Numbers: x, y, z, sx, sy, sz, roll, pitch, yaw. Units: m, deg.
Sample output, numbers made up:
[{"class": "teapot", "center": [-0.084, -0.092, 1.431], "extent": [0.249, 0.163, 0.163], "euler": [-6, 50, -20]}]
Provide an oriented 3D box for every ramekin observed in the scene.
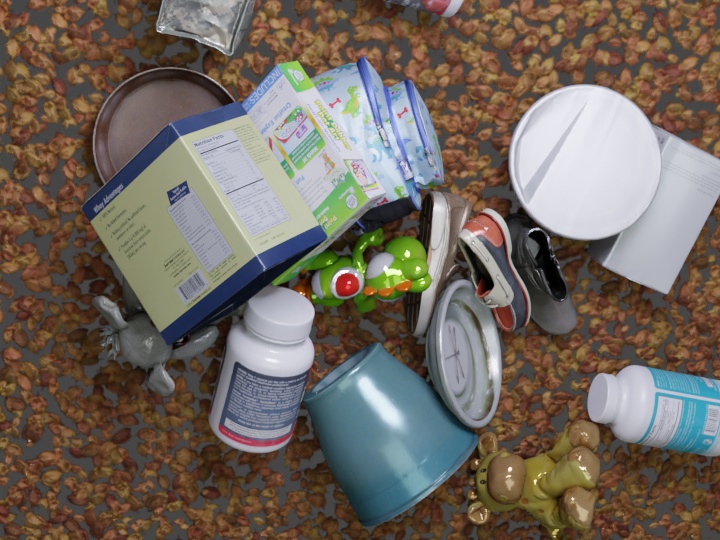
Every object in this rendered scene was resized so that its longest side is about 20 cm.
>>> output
[{"class": "ramekin", "center": [0.289, -0.140, 1.712], "extent": [0.201, 0.094, 0.204], "euler": [0, 91, -1]}]

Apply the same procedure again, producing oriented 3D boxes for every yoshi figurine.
[{"class": "yoshi figurine", "center": [0.006, -0.002, 1.719], "extent": [0.199, 0.112, 0.113], "euler": [-1, 70, 22]}]

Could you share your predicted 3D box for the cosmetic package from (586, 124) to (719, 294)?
[{"class": "cosmetic package", "center": [0.409, -0.082, 1.780], "extent": [0.112, 0.081, 0.201], "euler": [24, 102, -15]}]

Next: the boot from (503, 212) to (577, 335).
[{"class": "boot", "center": [0.250, 0.021, 1.756], "extent": [0.067, 0.131, 0.201], "euler": [-29, 110, -1]}]

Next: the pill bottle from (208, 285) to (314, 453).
[{"class": "pill bottle", "center": [-0.126, 0.129, 1.709], "extent": [0.119, 0.120, 0.201], "euler": [10, 120, -12]}]

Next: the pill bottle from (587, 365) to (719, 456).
[{"class": "pill bottle", "center": [0.430, 0.198, 1.852], "extent": [0.199, 0.111, 0.112], "euler": [11, 105, -12]}]

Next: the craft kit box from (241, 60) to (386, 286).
[{"class": "craft kit box", "center": [-0.091, -0.115, 1.577], "extent": [0.200, 0.048, 0.198], "euler": [-40, 77, 37]}]

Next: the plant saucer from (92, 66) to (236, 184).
[{"class": "plant saucer", "center": [-0.244, -0.164, 1.669], "extent": [0.199, 0.035, 0.202], "euler": [-3, 108, -8]}]

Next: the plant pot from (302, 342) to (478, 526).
[{"class": "plant pot", "center": [0.025, 0.210, 1.754], "extent": [0.200, 0.200, 0.188], "euler": [-37, 94, 3]}]

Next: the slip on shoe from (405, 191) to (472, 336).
[{"class": "slip on shoe", "center": [0.106, -0.006, 1.759], "extent": [0.060, 0.076, 0.202], "euler": [5, 99, -17]}]

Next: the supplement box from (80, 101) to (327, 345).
[{"class": "supplement box", "center": [-0.188, -0.057, 1.548], "extent": [0.200, 0.134, 0.200], "euler": [-36, 86, 36]}]

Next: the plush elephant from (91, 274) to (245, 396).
[{"class": "plush elephant", "center": [-0.258, 0.065, 1.670], "extent": [0.200, 0.155, 0.165], "euler": [-38, 109, 2]}]

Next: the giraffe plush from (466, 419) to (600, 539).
[{"class": "giraffe plush", "center": [0.238, 0.299, 1.847], "extent": [0.161, 0.173, 0.201], "euler": [12, 139, -3]}]

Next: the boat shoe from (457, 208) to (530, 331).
[{"class": "boat shoe", "center": [0.178, 0.011, 1.751], "extent": [0.063, 0.071, 0.201], "euler": [-40, 131, -25]}]

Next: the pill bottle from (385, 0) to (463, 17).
[{"class": "pill bottle", "center": [0.035, -0.392, 1.606], "extent": [0.199, 0.111, 0.111], "euler": [13, 104, -13]}]

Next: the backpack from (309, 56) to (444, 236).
[{"class": "backpack", "center": [0.020, -0.168, 1.634], "extent": [0.146, 0.183, 0.201], "euler": [-23, 98, 5]}]

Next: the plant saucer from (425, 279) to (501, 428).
[{"class": "plant saucer", "center": [0.132, 0.115, 1.754], "extent": [0.050, 0.200, 0.201], "euler": [-9, 112, 27]}]

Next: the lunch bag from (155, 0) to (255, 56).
[{"class": "lunch bag", "center": [-0.165, -0.374, 1.549], "extent": [0.117, 0.164, 0.201], "euler": [16, 104, -8]}]
